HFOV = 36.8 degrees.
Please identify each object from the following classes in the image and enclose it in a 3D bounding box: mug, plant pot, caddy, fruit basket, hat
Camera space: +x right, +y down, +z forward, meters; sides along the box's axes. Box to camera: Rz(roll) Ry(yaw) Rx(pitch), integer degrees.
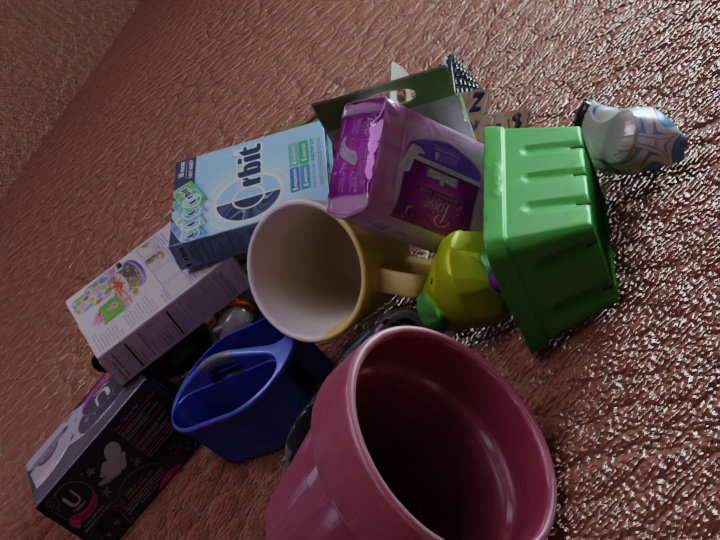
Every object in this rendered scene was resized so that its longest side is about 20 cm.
[{"bbox_3d":[-0.008,0.003,1.176,0.153,0.187,0.150,-15,-37,-58],"label":"mug"},{"bbox_3d":[0.024,0.175,0.847,0.179,0.200,0.200,-48,21,36],"label":"plant pot"},{"bbox_3d":[-0.129,0.127,1.213,0.200,0.105,0.142,-24,35,38],"label":"caddy"},{"bbox_3d":[0.130,-0.021,1.010,0.215,0.156,0.216,-19,35,14],"label":"fruit basket"},{"bbox_3d":[-0.254,0.099,1.449,0.200,0.081,0.201,-35,-14,-10],"label":"hat"}]

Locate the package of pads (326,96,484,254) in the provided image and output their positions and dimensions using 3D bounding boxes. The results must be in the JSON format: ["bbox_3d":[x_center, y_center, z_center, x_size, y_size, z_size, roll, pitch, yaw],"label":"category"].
[{"bbox_3d":[0.063,-0.085,1.091,0.075,0.199,0.121,-1,76,49],"label":"package of pads"}]

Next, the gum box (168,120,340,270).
[{"bbox_3d":[-0.130,-0.094,1.316,0.199,0.045,0.170,-15,42,7],"label":"gum box"}]

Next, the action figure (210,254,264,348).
[{"bbox_3d":[-0.160,0.044,1.389,0.200,0.105,0.194,-36,19,19],"label":"action figure"}]

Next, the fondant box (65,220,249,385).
[{"bbox_3d":[-0.251,0.028,1.334,0.200,0.058,0.144,-37,39,-8],"label":"fondant box"}]

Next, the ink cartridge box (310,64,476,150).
[{"bbox_3d":[0.041,-0.152,1.145,0.145,0.200,0.048,-15,57,10],"label":"ink cartridge box"}]

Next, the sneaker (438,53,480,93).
[{"bbox_3d":[0.101,-0.199,1.364,0.083,0.072,0.200,-30,31,29],"label":"sneaker"}]

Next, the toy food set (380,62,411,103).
[{"bbox_3d":[0.008,-0.137,1.321,0.144,0.060,0.200,-87,17,-53],"label":"toy food set"}]

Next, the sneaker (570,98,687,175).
[{"bbox_3d":[0.253,-0.127,1.061,0.200,0.072,0.072,-125,54,-76],"label":"sneaker"}]

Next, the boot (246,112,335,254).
[{"bbox_3d":[-0.081,-0.118,1.409,0.175,0.066,0.200,-18,37,36],"label":"boot"}]

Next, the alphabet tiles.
[{"bbox_3d":[0.109,-0.132,1.254,0.199,0.008,0.168,0,71,47],"label":"alphabet tiles"}]

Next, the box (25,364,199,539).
[{"bbox_3d":[-0.304,0.218,1.339,0.200,0.115,0.132,-49,26,-5],"label":"box"}]

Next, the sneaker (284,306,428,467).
[{"bbox_3d":[-0.002,0.125,1.090,0.200,0.075,0.079,-49,6,-7],"label":"sneaker"}]
